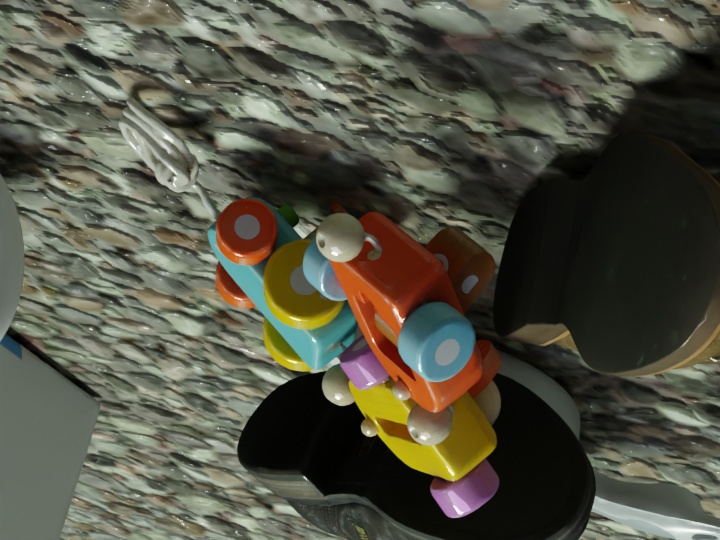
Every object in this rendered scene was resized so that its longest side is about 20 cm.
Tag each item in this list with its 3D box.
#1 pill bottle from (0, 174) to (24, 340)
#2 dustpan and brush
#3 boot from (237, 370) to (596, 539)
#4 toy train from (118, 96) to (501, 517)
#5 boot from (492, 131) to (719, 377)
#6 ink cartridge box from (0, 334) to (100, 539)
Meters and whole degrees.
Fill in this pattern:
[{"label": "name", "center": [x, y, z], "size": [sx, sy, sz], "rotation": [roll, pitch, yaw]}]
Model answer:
[{"label": "pill bottle", "center": [-0.223, 0.008, 1.074], "size": [0.115, 0.117, 0.200], "rotation": [27, 157, -24]}, {"label": "dustpan and brush", "center": [0.064, 0.072, 1.083], "size": [0.199, 0.058, 0.140], "rotation": [5, 155, 30]}, {"label": "boot", "center": [0.057, 0.115, 1.054], "size": [0.199, 0.069, 0.174], "rotation": [11, 149, 53]}, {"label": "toy train", "center": [0.000, 0.000, 0.916], "size": [0.200, 0.055, 0.151], "rotation": [38, 160, 49]}, {"label": "boot", "center": [0.102, 0.001, 0.850], "size": [0.075, 0.074, 0.200], "rotation": [14, 178, -9]}, {"label": "ink cartridge box", "center": [-0.259, 0.093, 1.271], "size": [0.199, 0.147, 0.147], "rotation": [3, 155, 33]}]
